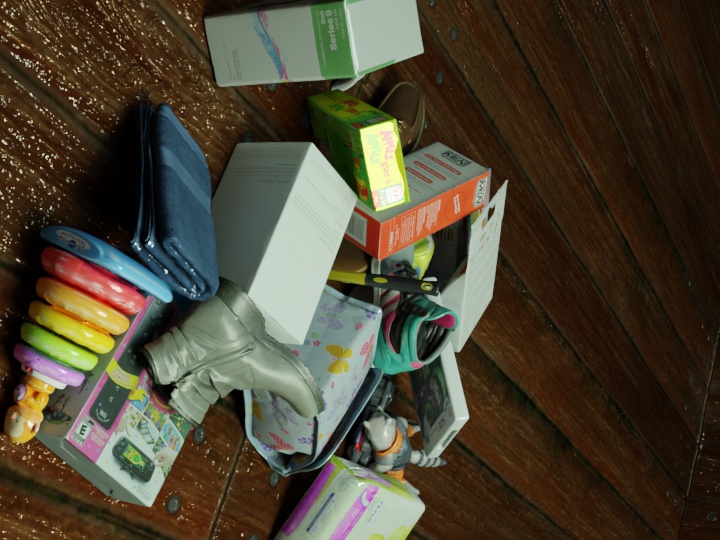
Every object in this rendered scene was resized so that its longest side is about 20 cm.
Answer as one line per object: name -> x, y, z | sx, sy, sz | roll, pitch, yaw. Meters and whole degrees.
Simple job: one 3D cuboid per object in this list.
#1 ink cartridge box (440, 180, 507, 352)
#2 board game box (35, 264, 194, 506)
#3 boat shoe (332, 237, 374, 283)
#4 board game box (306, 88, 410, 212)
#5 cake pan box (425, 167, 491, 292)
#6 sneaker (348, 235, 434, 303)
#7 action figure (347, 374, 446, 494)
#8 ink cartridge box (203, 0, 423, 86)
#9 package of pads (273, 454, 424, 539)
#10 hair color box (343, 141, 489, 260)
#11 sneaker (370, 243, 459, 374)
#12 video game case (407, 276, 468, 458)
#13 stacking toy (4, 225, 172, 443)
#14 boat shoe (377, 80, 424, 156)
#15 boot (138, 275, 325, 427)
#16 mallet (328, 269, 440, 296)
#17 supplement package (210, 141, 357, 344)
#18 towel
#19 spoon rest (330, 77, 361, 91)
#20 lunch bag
ink cartridge box -> 0.152, -0.011, 1.470 | 0.161, 0.050, 0.201 | -49, 146, -53
board game box -> -0.230, 0.116, 1.078 | 0.148, 0.064, 0.201 | 56, 48, -44
boat shoe -> 0.023, -0.053, 1.437 | 0.200, 0.070, 0.070 | -53, 161, -29
board game box -> -0.006, -0.150, 1.277 | 0.047, 0.200, 0.102 | -18, 114, -14
cake pan box -> 0.148, -0.034, 1.597 | 0.184, 0.052, 0.201 | -49, 146, -53
sneaker -> 0.042, 0.038, 1.476 | 0.200, 0.076, 0.105 | -52, 162, -13
action figure -> 0.055, 0.228, 1.499 | 0.193, 0.104, 0.201 | 44, 61, -62
ink cartridge box -> -0.053, -0.265, 1.179 | 0.145, 0.199, 0.088 | -33, 117, -49
package of pads -> -0.012, 0.336, 1.393 | 0.155, 0.068, 0.200 | -55, 143, -1
hair color box -> 0.064, -0.093, 1.359 | 0.199, 0.101, 0.062 | -27, 136, -34
sneaker -> 0.071, 0.037, 1.344 | 0.083, 0.120, 0.201 | 12, 83, -50
video game case -> 0.096, 0.136, 1.440 | 0.182, 0.023, 0.201 | 110, -29, -63
stacking toy -> -0.280, 0.068, 0.982 | 0.201, 0.116, 0.110 | -63, 148, -8
boat shoe -> 0.039, -0.181, 1.429 | 0.068, 0.072, 0.201 | 91, 21, -64
boot -> -0.135, 0.114, 1.086 | 0.131, 0.068, 0.200 | -46, 119, -17
mallet -> 0.000, 0.000, 1.310 | 0.041, 0.199, 0.066 | 64, 27, -76
supplement package -> -0.105, -0.032, 1.200 | 0.117, 0.117, 0.201 | 48, 54, -47
towel -> -0.188, -0.069, 1.058 | 0.112, 0.048, 0.201 | 55, 17, -47
spoon rest -> -0.030, -0.326, 1.333 | 0.099, 0.060, 0.201 | -49, 133, -43
lunch bag -> -0.055, 0.141, 1.284 | 0.170, 0.127, 0.201 | -56, 164, -36
